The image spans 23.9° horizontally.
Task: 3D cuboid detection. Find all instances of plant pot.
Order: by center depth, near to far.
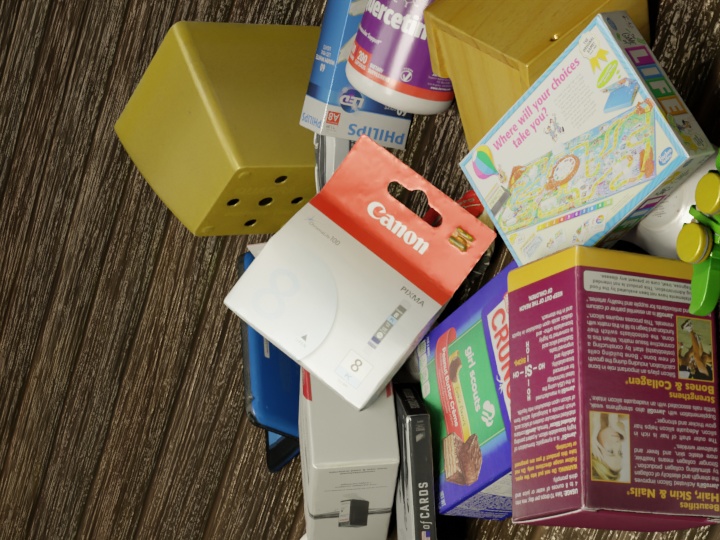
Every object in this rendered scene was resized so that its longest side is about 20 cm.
[{"bbox_3d":[-0.135,-0.148,1.931,0.200,0.200,0.177,-50,53,45],"label":"plant pot"}]

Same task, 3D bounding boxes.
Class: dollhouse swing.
[{"bbox_3d":[0.173,-0.168,1.501,0.182,0.176,0.200,-38,30,-7],"label":"dollhouse swing"}]

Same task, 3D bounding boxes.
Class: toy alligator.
[{"bbox_3d":[0.274,-0.064,1.250,0.054,0.059,0.200,47,124,56],"label":"toy alligator"}]

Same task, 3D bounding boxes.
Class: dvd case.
[{"bbox_3d":[0.049,0.214,1.540,0.150,0.025,0.200,-121,28,-82],"label":"dvd case"}]

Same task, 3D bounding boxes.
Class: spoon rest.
[{"bbox_3d":[0.222,-0.050,1.366,0.200,0.061,0.100,-6,78,48],"label":"spoon rest"}]

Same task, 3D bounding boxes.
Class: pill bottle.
[{"bbox_3d":[0.065,-0.260,1.647,0.112,0.112,0.200,51,128,55],"label":"pill bottle"}]

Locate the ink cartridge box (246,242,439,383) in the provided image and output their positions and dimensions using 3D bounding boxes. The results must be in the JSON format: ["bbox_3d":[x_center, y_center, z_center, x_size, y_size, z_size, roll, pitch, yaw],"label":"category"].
[{"bbox_3d":[-0.009,0.029,1.670,0.176,0.045,0.200,57,155,-15],"label":"ink cartridge box"}]

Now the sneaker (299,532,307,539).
[{"bbox_3d":[-0.040,0.358,1.729,0.146,0.080,0.200,-127,46,-66],"label":"sneaker"}]

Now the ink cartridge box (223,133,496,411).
[{"bbox_3d":[0.000,0.000,1.524,0.200,0.160,0.047,-53,-10,4],"label":"ink cartridge box"}]

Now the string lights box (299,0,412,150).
[{"bbox_3d":[0.013,-0.233,1.749,0.059,0.103,0.200,30,110,60],"label":"string lights box"}]

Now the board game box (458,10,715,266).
[{"bbox_3d":[0.172,-0.088,1.333,0.200,0.034,0.135,-47,65,45],"label":"board game box"}]

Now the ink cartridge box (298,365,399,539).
[{"bbox_3d":[-0.014,0.162,1.632,0.200,0.084,0.145,97,169,-60],"label":"ink cartridge box"}]

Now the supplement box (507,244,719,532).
[{"bbox_3d":[0.192,0.093,1.290,0.103,0.131,0.200,-26,60,60],"label":"supplement box"}]

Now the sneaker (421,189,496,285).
[{"bbox_3d":[0.074,-0.023,1.633,0.200,0.077,0.085,-26,40,55],"label":"sneaker"}]

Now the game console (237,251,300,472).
[{"bbox_3d":[-0.113,0.105,1.891,0.118,0.171,0.200,-20,62,30],"label":"game console"}]

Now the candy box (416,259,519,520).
[{"bbox_3d":[0.132,0.103,1.456,0.200,0.077,0.169,-43,46,50],"label":"candy box"}]

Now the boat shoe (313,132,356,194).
[{"bbox_3d":[-0.018,-0.154,1.831,0.068,0.072,0.200,-2,88,61],"label":"boat shoe"}]
